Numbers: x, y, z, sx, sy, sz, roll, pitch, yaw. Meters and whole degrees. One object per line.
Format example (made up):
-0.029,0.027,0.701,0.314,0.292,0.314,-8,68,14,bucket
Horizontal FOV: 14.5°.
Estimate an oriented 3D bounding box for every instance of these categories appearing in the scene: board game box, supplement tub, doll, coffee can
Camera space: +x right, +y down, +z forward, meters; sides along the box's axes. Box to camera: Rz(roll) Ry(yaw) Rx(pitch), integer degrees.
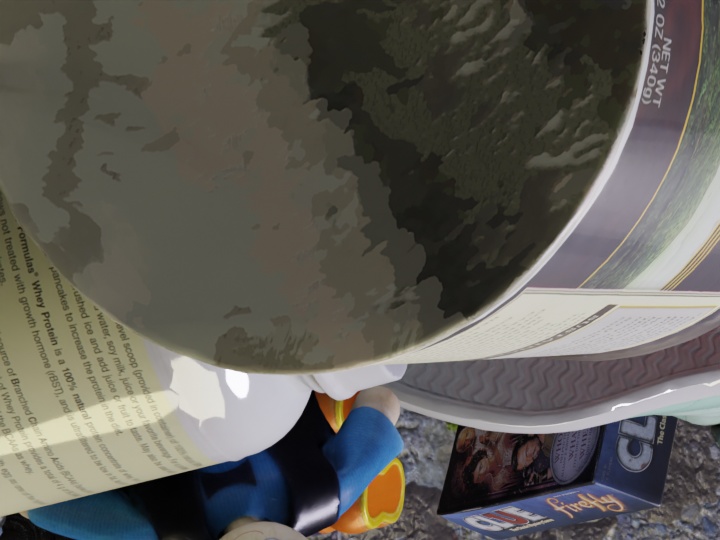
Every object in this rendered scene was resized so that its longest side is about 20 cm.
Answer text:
0.098,0.008,1.197,0.035,0.200,0.135,21,160,-21,board game box
-0.098,-0.003,0.836,0.200,0.145,0.145,-14,175,10,supplement tub
-0.056,0.048,0.911,0.136,0.200,0.048,-14,134,-13,doll
0.022,-0.050,0.638,0.146,0.147,0.200,-15,174,21,coffee can

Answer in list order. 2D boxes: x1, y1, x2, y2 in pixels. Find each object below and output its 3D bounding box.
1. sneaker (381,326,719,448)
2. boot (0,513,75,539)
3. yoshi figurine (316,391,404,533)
0.080,0.032,1.028,0.200,0.074,0.118,0,165,-9,sneaker
-0.053,0.061,0.972,0.200,0.174,0.069,-3,143,25,boot
-0.079,0.075,1.301,0.200,0.112,0.112,-3,150,22,yoshi figurine
